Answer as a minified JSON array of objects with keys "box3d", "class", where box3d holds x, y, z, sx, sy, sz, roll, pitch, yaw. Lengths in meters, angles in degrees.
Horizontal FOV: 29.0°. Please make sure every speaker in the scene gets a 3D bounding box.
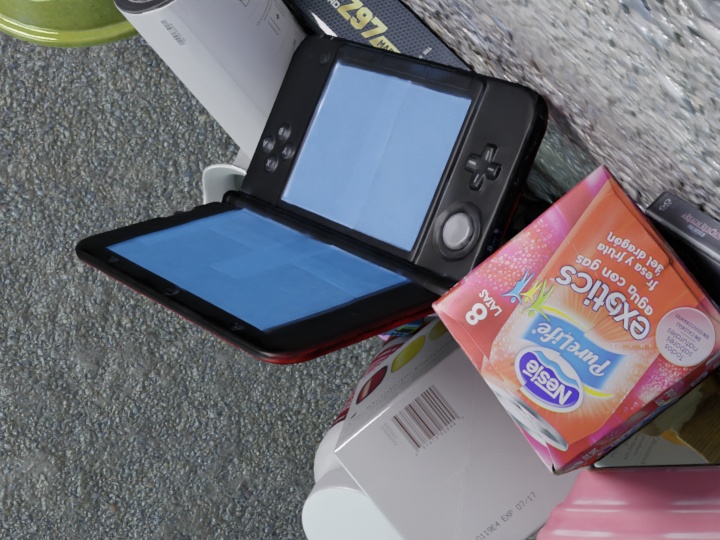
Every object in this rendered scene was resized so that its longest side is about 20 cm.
[{"box3d":[-0.063,-0.123,0.865,0.200,0.081,0.081,48,178,-43],"class":"speaker"}]

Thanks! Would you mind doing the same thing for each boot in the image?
[{"box3d":[0.168,0.049,0.885,0.201,0.071,0.144,43,-178,-37],"class":"boot"}]

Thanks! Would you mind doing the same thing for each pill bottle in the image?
[{"box3d":[0.034,0.132,1.050,0.113,0.113,0.200,47,-140,-8],"class":"pill bottle"}]

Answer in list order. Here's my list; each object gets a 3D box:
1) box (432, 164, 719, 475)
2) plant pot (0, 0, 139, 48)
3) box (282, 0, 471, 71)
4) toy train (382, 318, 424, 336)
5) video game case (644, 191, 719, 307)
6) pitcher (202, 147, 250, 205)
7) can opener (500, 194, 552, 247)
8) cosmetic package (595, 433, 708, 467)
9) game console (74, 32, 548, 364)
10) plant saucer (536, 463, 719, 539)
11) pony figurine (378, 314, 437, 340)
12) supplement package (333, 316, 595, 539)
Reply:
[{"box3d":[0.115,0.030,0.675,0.096,0.099,0.200,53,-172,13],"class":"box"},{"box3d":[-0.185,-0.269,0.834,0.201,0.200,0.185,46,168,19],"class":"plant pot"},{"box3d":[0.017,-0.128,0.918,0.158,0.051,0.200,47,179,19],"class":"box"},{"box3d":[0.000,0.000,0.996,0.113,0.088,0.200,3,169,-7],"class":"toy train"},{"box3d":[0.208,0.050,0.582,0.143,0.019,0.200,48,180,-30],"class":"video game case"},{"box3d":[-0.062,-0.075,1.224,0.121,0.200,0.172,37,138,8],"class":"pitcher"},{"box3d":[0.125,-0.008,0.920,0.067,0.053,0.200,50,178,-17],"class":"can opener"},{"box3d":[0.198,0.128,1.022,0.199,0.075,0.102,20,164,38],"class":"cosmetic package"},{"box3d":[-0.030,-0.048,0.729,0.118,0.174,0.199,21,-178,-45],"class":"game console"},{"box3d":[0.187,0.123,0.705,0.201,0.198,0.051,50,-142,-79],"class":"plant saucer"},{"box3d":[0.069,0.035,1.204,0.193,0.200,0.167,41,134,14],"class":"pony figurine"},{"box3d":[0.065,0.097,0.870,0.110,0.113,0.200,50,-173,-3],"class":"supplement package"}]
